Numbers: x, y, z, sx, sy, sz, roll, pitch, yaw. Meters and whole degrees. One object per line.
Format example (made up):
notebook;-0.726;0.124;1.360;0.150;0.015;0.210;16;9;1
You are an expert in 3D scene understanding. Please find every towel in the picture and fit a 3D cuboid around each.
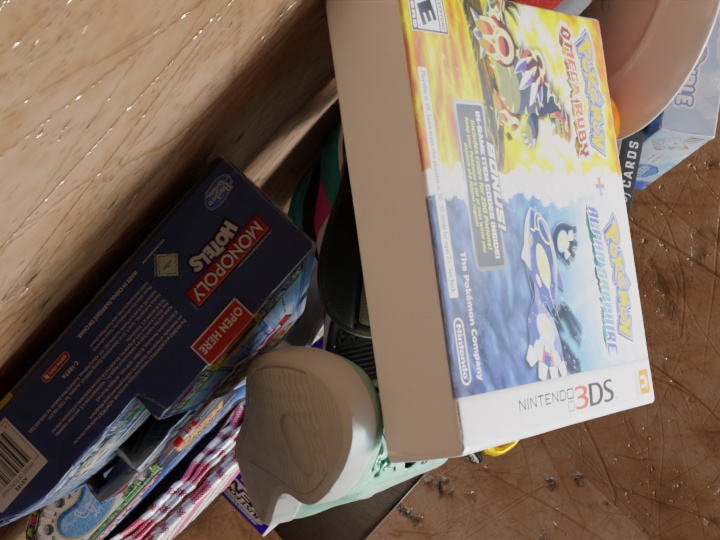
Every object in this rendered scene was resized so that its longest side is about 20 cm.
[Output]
towel;-0.150;0.183;0.923;0.200;0.030;0.146;-42;174;-29

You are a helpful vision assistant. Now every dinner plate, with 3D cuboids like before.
dinner plate;0.176;-0.188;0.914;0.200;0.024;0.202;-39;-134;56

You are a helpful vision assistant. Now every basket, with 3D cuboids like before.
basket;-0.056;0.154;1.198;0.136;0.200;0.181;-40;171;-48

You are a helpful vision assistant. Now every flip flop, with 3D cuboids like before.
flip flop;0.031;-0.059;0.714;0.058;0.080;0.202;89;19;-80

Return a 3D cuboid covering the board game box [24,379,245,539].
board game box;-0.143;0.107;0.875;0.200;0.062;0.200;-47;175;-9

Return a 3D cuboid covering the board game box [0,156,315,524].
board game box;-0.098;0.045;0.686;0.200;0.062;0.200;-48;175;3

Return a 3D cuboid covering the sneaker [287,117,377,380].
sneaker;0.000;0.000;0.808;0.121;0.083;0.202;157;-63;-77

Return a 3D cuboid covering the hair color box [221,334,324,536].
hair color box;-0.026;0.108;1.020;0.109;0.065;0.200;-37;169;-45

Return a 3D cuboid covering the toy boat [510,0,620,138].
toy boat;0.114;-0.122;0.875;0.131;0.131;0.200;-45;175;-18

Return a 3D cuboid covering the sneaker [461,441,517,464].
sneaker;0.063;0.105;0.933;0.078;0.082;0.200;-42;179;-27

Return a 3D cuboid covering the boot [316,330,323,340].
boot;-0.012;0.022;1.326;0.155;0.072;0.200;-46;176;15

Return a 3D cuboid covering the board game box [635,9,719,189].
board game box;0.230;-0.178;0.996;0.199;0.043;0.202;110;-11;-83

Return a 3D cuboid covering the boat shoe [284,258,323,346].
boat shoe;-0.030;-0.004;1.024;0.071;0.072;0.200;-60;-173;-24

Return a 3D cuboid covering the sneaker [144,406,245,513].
sneaker;-0.139;0.126;1.104;0.200;0.078;0.089;-46;-170;24

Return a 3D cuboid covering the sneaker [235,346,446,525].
sneaker;0.007;0.067;0.654;0.117;0.074;0.201;-19;168;-17

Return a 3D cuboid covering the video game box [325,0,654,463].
video game box;0.067;-0.024;0.622;0.046;0.202;0.181;-10;177;35

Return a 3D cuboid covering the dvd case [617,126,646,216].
dvd case;0.148;-0.059;0.982;0.150;0.025;0.202;19;-80;64
